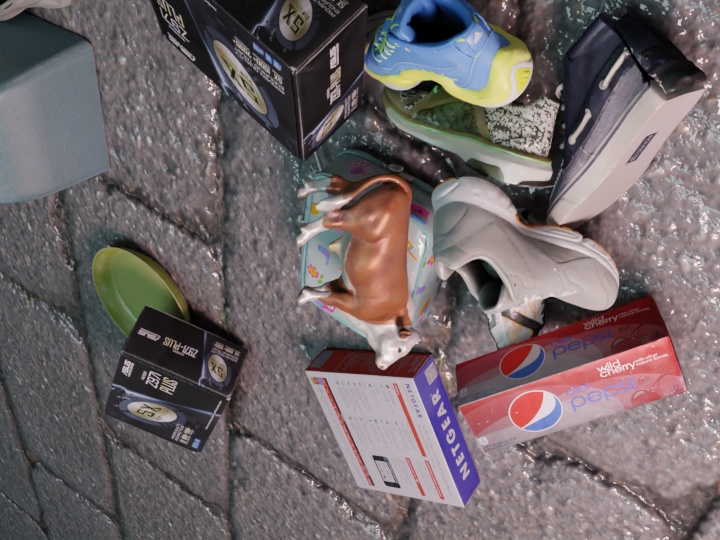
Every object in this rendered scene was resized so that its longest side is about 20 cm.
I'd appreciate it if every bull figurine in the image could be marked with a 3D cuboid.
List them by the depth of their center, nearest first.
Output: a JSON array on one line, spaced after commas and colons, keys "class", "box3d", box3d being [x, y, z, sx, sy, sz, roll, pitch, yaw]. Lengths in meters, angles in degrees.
[{"class": "bull figurine", "box3d": [0.000, 0.000, 0.789, 0.119, 0.065, 0.203, 0, 116, -1]}]

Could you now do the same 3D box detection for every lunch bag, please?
[{"class": "lunch bag", "box3d": [0.011, -0.026, 0.882, 0.159, 0.077, 0.202, 31, 137, 20]}]

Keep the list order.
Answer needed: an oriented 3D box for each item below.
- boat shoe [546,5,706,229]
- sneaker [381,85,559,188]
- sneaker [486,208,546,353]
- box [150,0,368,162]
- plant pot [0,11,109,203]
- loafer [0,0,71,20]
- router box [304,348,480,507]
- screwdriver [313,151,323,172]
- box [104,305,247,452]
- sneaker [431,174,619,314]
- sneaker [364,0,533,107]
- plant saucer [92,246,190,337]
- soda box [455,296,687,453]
[{"class": "boat shoe", "box3d": [0.191, -0.119, 0.674, 0.093, 0.074, 0.201, 59, 149, 21]}, {"class": "sneaker", "box3d": [0.100, -0.143, 0.719, 0.199, 0.076, 0.090, 35, 113, 38]}, {"class": "sneaker", "box3d": [0.157, 0.027, 0.804, 0.079, 0.074, 0.201, -19, 122, 16]}, {"class": "box", "box3d": [-0.095, -0.219, 0.726, 0.200, 0.086, 0.164, 43, 166, 10]}, {"class": "plant pot", "box3d": [-0.473, -0.200, 1.063, 0.195, 0.200, 0.198, 26, 135, 21]}, {"class": "loafer", "box3d": [-0.427, -0.346, 0.996, 0.198, 0.069, 0.071, 3, 87, 34]}, {"class": "router box", "box3d": [0.041, 0.199, 1.054, 0.178, 0.049, 0.202, -1, 120, 40]}, {"class": "screwdriver", "box3d": [-0.062, -0.179, 0.856, 0.029, 0.028, 0.202, 30, 141, 62]}, {"class": "box", "box3d": [-0.275, 0.165, 1.218, 0.162, 0.087, 0.201, 25, 139, -8]}, {"class": "sneaker", "box3d": [0.135, 0.005, 0.696, 0.198, 0.093, 0.076, 25, 152, -22]}, {"class": "sneaker", "box3d": [0.046, -0.198, 0.675, 0.199, 0.077, 0.105, 24, 175, 42]}, {"class": "plant saucer", "box3d": [-0.327, 0.045, 1.260, 0.198, 0.031, 0.202, 22, 133, 26]}, {"class": "soda box", "box3d": [0.191, 0.099, 0.768, 0.198, 0.064, 0.071, -21, 119, 16]}]
